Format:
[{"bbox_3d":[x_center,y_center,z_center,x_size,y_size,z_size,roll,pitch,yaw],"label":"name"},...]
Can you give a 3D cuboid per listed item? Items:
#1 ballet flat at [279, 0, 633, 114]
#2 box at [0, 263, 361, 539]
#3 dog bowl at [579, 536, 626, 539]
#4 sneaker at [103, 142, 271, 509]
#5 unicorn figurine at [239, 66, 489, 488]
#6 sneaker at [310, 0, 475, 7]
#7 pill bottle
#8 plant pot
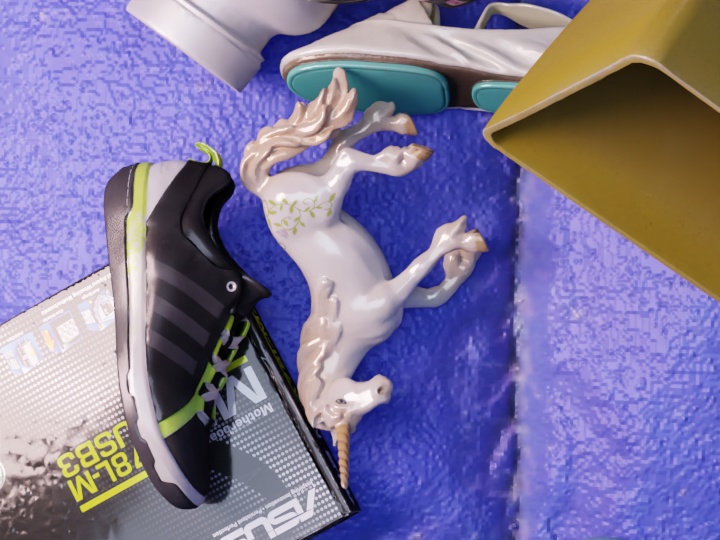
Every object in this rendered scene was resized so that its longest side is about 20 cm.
[{"bbox_3d":[0.057,-0.122,1.215,0.200,0.069,0.070,5,87,5],"label":"ballet flat"},{"bbox_3d":[-0.131,0.101,1.230,0.200,0.048,0.193,-28,79,6],"label":"box"},{"bbox_3d":[0.171,0.227,1.172,0.200,0.050,0.112,32,91,10],"label":"dog bowl"},{"bbox_3d":[-0.089,0.028,1.172,0.083,0.072,0.200,-9,83,5],"label":"sneaker"},{"bbox_3d":[0.000,0.000,1.198,0.137,0.074,0.200,-31,85,0],"label":"unicorn figurine"},{"bbox_3d":[0.042,-0.172,1.168,0.200,0.086,0.080,-17,63,-29],"label":"sneaker"},{"bbox_3d":[-0.042,-0.204,1.205,0.112,0.112,0.200,36,91,10],"label":"pill bottle"},{"bbox_3d":[0.217,-0.104,1.104,0.200,0.200,0.176,33,74,-12],"label":"plant pot"}]
